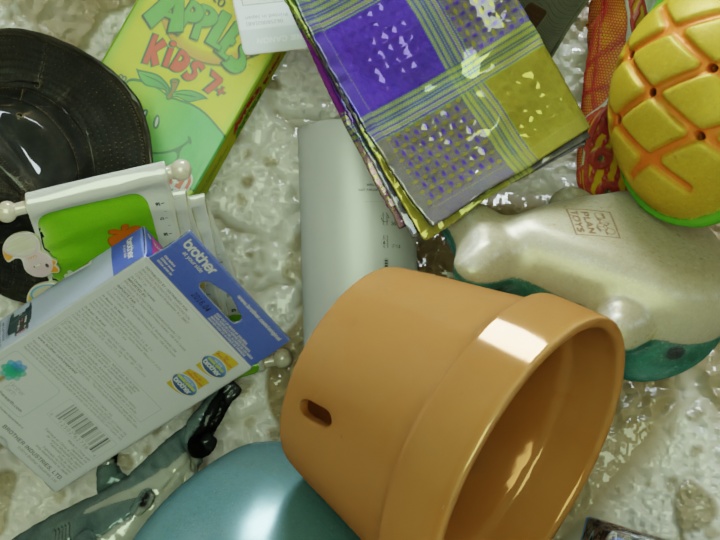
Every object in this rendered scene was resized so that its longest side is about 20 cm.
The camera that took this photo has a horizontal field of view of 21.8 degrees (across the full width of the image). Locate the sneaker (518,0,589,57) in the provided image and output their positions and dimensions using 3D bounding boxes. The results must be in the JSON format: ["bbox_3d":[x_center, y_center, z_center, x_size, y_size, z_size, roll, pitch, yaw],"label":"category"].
[{"bbox_3d":[0.096,-0.189,1.271,0.075,0.107,0.200,31,115,-30],"label":"sneaker"}]

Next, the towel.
[{"bbox_3d":[0.047,-0.135,1.181,0.143,0.023,0.201,-28,89,-13],"label":"towel"}]

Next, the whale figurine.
[{"bbox_3d":[0.142,0.011,1.208,0.199,0.160,0.104,7,127,-17],"label":"whale figurine"}]

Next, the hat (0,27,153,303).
[{"bbox_3d":[-0.236,-0.065,1.225,0.199,0.081,0.202,3,97,24],"label":"hat"}]

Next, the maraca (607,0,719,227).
[{"bbox_3d":[0.218,-0.127,1.172,0.137,0.107,0.201,15,97,43],"label":"maraca"}]

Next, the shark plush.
[{"bbox_3d":[-0.160,0.146,1.246,0.083,0.091,0.200,41,98,36],"label":"shark plush"}]

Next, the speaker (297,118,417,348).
[{"bbox_3d":[0.000,0.000,1.245,0.081,0.081,0.202,-2,85,2],"label":"speaker"}]

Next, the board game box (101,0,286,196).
[{"bbox_3d":[-0.114,-0.145,1.278,0.101,0.048,0.201,29,87,5],"label":"board game box"}]

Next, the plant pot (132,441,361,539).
[{"bbox_3d":[-0.056,0.190,1.192,0.199,0.201,0.135,13,56,3],"label":"plant pot"}]

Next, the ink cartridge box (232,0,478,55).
[{"bbox_3d":[-0.022,-0.229,1.242,0.161,0.057,0.201,-8,72,-12],"label":"ink cartridge box"}]

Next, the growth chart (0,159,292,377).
[{"bbox_3d":[-0.144,0.013,1.225,0.144,0.018,0.201,-20,127,4],"label":"growth chart"}]

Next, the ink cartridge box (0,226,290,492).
[{"bbox_3d":[-0.159,0.053,1.216,0.199,0.042,0.119,-31,125,15],"label":"ink cartridge box"}]

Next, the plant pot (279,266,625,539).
[{"bbox_3d":[0.046,0.089,1.109,0.140,0.200,0.201,27,86,26],"label":"plant pot"}]

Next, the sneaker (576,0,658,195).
[{"bbox_3d":[0.183,-0.143,1.263,0.072,0.077,0.201,8,100,-16],"label":"sneaker"}]

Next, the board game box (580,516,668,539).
[{"bbox_3d":[0.171,0.245,1.157,0.096,0.200,0.160,16,85,5],"label":"board game box"}]
